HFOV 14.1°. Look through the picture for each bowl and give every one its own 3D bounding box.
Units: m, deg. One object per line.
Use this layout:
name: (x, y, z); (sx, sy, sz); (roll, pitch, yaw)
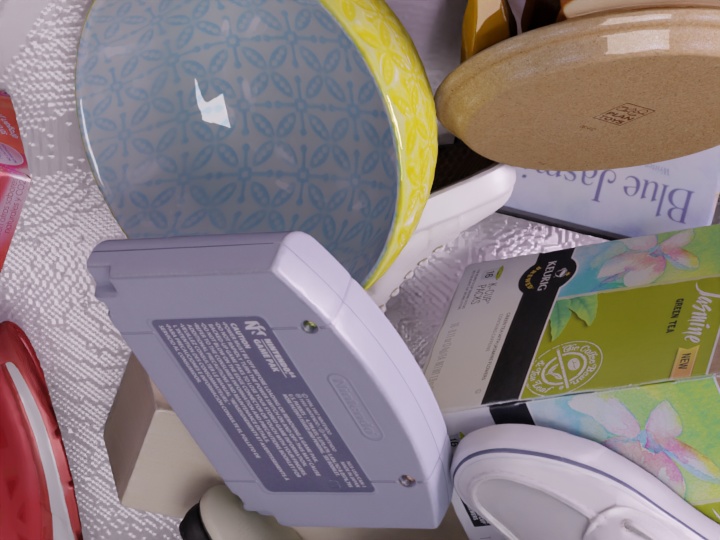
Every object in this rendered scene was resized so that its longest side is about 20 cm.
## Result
bowl: (-0.032, -0.082, 1.445); (0.108, 0.200, 0.201); (-31, 133, -48)

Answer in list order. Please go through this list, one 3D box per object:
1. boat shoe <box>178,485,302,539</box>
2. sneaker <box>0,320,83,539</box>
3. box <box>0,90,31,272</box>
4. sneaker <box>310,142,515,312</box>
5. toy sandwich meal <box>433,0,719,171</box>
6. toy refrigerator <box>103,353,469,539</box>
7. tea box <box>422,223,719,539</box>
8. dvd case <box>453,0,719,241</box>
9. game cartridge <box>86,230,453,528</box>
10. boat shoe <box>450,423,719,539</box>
boat shoe: (-0.033, 0.197, 1.542); (0.063, 0.074, 0.201); (-30, 116, 23)
sneaker: (-0.209, 0.126, 1.546); (0.115, 0.078, 0.201); (-14, 119, -7)
box: (-0.242, 0.007, 1.460); (0.094, 0.103, 0.200); (13, 115, -19)
sneaker: (0.000, 0.000, 1.529); (0.200, 0.073, 0.085); (-24, 112, 13)
toy sandwich meal: (0.125, -0.111, 1.424); (0.204, 0.070, 0.205); (-6, 163, -2)
toy refrigerator: (-0.033, 0.104, 1.577); (0.199, 0.076, 0.070); (13, 114, -20)
tea box: (0.161, 0.098, 1.522); (0.196, 0.134, 0.200); (-11, 123, 27)
dvd case: (0.132, -0.111, 1.506); (0.142, 0.018, 0.201); (13, 115, 2)
game cartridge: (-0.035, 0.055, 1.432); (0.133, 0.041, 0.200); (2, 139, 33)
boat shoe: (0.132, 0.144, 1.436); (0.200, 0.065, 0.074); (26, 132, 0)
